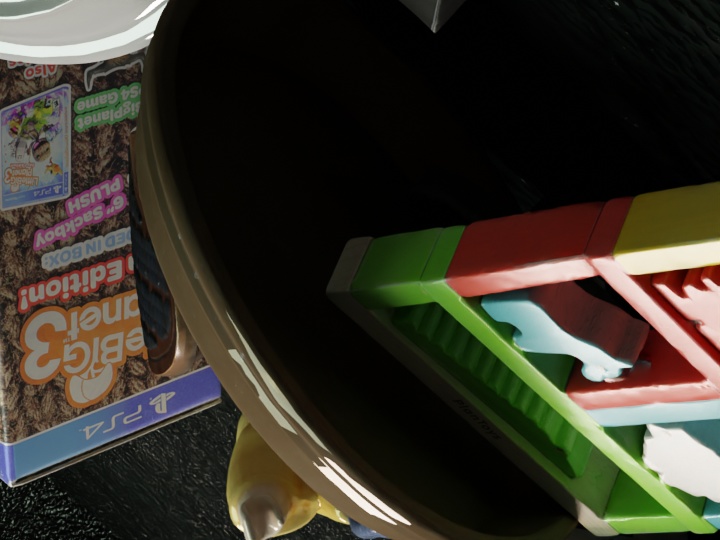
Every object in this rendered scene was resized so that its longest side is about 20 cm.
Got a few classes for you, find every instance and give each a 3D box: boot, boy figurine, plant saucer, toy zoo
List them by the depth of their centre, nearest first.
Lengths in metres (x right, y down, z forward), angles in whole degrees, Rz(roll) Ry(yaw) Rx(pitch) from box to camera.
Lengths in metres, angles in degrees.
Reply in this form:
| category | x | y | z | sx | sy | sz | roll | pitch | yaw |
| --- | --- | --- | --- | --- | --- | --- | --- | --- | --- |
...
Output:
| category | x | y | z | sx | sy | sz | roll | pitch | yaw |
| --- | --- | --- | --- | --- | --- | --- | --- | --- | --- |
| toy zoo | 0.101 | 0.026 | 0.713 | 0.199 | 0.021 | 0.131 | -9 | 139 | 47 |
| plant saucer | 0.000 | 0.000 | 0.811 | 0.200 | 0.029 | 0.201 | 41 | -149 | -31 |
| boot | -0.025 | -0.014 | 0.871 | 0.200 | 0.096 | 0.075 | -114 | 19 | -78 |
| boy figurine | 0.005 | 0.074 | 0.940 | 0.200 | 0.124 | 0.065 | 12 | 109 | 57 |

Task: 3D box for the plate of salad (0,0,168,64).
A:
| category | x | y | z | sx | sy | sz | roll | pitch | yaw |
| --- | --- | --- | --- | --- | --- | --- | --- | --- | --- |
| plate of salad | -0.126 | -0.145 | 0.824 | 0.199 | 0.048 | 0.201 | 17 | 140 | 15 |

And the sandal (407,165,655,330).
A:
| category | x | y | z | sx | sy | sz | roll | pitch | yaw |
| --- | --- | --- | --- | --- | --- | --- | --- | --- | --- |
| sandal | 0.098 | 0.018 | 0.823 | 0.200 | 0.048 | 0.075 | 34 | 171 | -20 |

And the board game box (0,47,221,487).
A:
| category | x | y | z | sx | sy | sz | roll | pitch | yaw |
| --- | --- | --- | --- | --- | --- | --- | --- | --- | --- |
| board game box | -0.137 | -0.052 | 1.015 | 0.159 | 0.096 | 0.201 | 32 | 133 | 44 |

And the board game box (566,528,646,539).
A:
| category | x | y | z | sx | sy | sz | roll | pitch | yaw |
| --- | --- | --- | --- | --- | --- | --- | --- | --- | --- |
| board game box | 0.172 | 0.148 | 0.842 | 0.200 | 0.026 | 0.199 | 34 | -169 | 38 |

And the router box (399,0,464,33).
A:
| category | x | y | z | sx | sy | sz | roll | pitch | yaw |
| --- | --- | --- | --- | --- | --- | --- | --- | --- | --- |
| router box | -0.020 | -0.149 | 0.583 | 0.157 | 0.052 | 0.200 | 42 | 168 | 7 |

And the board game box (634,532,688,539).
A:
| category | x | y | z | sx | sy | sz | roll | pitch | yaw |
| --- | --- | --- | --- | --- | --- | --- | --- | --- | --- |
| board game box | 0.042 | 0.067 | 1.130 | 0.200 | 0.064 | 0.148 | 39 | 168 | 26 |
